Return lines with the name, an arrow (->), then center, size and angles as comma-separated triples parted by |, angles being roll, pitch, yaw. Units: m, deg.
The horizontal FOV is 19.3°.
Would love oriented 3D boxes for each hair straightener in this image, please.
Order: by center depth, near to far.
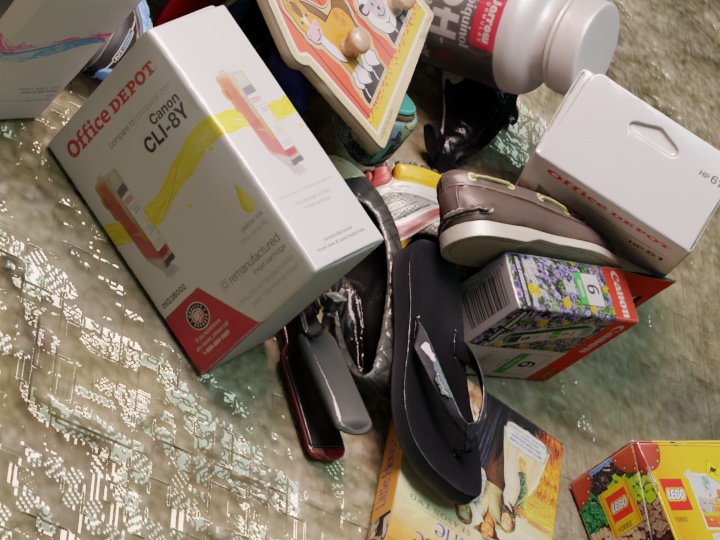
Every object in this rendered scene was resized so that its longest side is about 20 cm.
hair straightener -> -0.028, 0.030, 1.502 | 0.041, 0.077, 0.201 | 10, 53, -37

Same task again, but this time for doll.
doll -> -0.059, -0.166, 1.614 | 0.135, 0.049, 0.201 | 6, 52, 11

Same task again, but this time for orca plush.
orca plush -> 0.102, -0.165, 1.794 | 0.105, 0.071, 0.200 | 47, 38, -4

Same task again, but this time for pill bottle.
pill bottle -> 0.106, -0.209, 1.731 | 0.199, 0.111, 0.111 | 22, 30, 25

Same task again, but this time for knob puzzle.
knob puzzle -> -0.018, -0.215, 1.556 | 0.219, 0.030, 0.221 | 31, 48, -41

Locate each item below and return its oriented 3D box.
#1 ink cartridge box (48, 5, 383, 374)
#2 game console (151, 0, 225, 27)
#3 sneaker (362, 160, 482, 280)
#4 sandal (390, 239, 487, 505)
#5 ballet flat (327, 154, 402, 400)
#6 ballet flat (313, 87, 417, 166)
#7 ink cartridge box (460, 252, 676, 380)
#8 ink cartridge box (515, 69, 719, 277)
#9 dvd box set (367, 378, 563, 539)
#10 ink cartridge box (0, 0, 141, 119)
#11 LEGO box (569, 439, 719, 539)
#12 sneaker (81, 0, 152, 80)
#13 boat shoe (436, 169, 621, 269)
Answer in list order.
ink cartridge box -> -0.102, -0.055, 1.446 | 0.083, 0.145, 0.201 | -26, 78, -49
game console -> -0.111, -0.285, 1.601 | 0.200, 0.118, 0.173 | -45, 117, -52
sneaker -> 0.079, -0.020, 1.663 | 0.199, 0.078, 0.083 | 11, 60, -30
sandal -> 0.058, 0.067, 1.514 | 0.076, 0.043, 0.202 | 17, 57, -44
ballet flat -> 0.000, 0.000, 1.558 | 0.057, 0.066, 0.201 | 47, 24, -64
ballet flat -> -0.013, -0.152, 1.670 | 0.074, 0.074, 0.201 | 23, 28, -30
ink cartridge box -> 0.151, 0.041, 1.643 | 0.199, 0.109, 0.051 | 8, 57, -41
ink cartridge box -> 0.204, -0.066, 1.687 | 0.144, 0.200, 0.085 | 32, 78, 3
dvd box set -> 0.078, 0.169, 1.531 | 0.146, 0.029, 0.201 | 35, 40, -19
ink cartridge box -> -0.223, -0.213, 1.412 | 0.087, 0.200, 0.146 | -8, 66, -43
LEGO box -> 0.278, 0.215, 1.652 | 0.199, 0.077, 0.150 | 5, 56, -42
sneaker -> -0.212, -0.228, 1.537 | 0.082, 0.071, 0.201 | 3, 61, -50
boat shoe -> 0.129, -0.031, 1.612 | 0.199, 0.072, 0.060 | 12, 61, -46
